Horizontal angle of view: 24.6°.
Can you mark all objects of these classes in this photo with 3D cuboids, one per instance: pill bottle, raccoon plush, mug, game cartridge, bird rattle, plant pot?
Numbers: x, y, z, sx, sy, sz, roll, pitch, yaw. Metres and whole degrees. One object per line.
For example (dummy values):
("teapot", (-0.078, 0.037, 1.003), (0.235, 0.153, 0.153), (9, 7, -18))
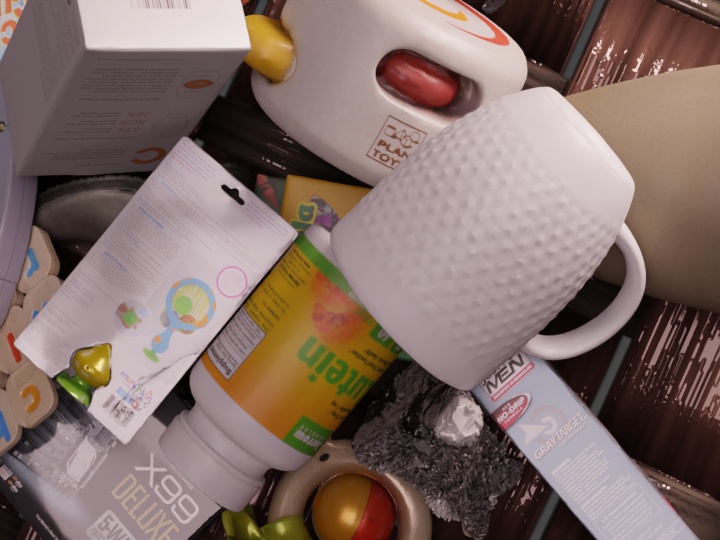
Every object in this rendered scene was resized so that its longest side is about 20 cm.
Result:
("pill bottle", (-0.055, 0.075, 1.208), (0.111, 0.111, 0.200), (41, 94, 7))
("raccoon plush", (0.073, 0.146, 1.194), (0.134, 0.200, 0.097), (42, 91, -12))
("mug", (0.108, -0.016, 1.119), (0.175, 0.148, 0.200), (-42, 116, 15))
("game cartridge", (-0.315, -0.049, 1.298), (0.132, 0.041, 0.202), (1, 78, 28))
("bird rattle", (-0.007, 0.211, 1.255), (0.198, 0.113, 0.164), (20, 73, 4))
("plant pot", (0.202, -0.064, 1.214), (0.198, 0.187, 0.189), (5, 87, 20))

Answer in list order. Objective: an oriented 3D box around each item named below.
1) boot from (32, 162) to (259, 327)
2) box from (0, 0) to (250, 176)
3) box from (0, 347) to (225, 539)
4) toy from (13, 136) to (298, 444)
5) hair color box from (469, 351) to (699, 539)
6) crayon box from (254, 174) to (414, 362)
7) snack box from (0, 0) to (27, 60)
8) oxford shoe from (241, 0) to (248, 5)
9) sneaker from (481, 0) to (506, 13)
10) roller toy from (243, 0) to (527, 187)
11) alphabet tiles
("boot", (-0.170, -0.006, 1.279), (0.198, 0.068, 0.132), (-7, 75, 14))
("box", (-0.177, -0.155, 1.202), (0.123, 0.200, 0.098), (-4, 69, -28))
("box", (-0.201, 0.144, 1.302), (0.158, 0.050, 0.200), (-43, 82, 4))
("toy", (-0.149, 0.016, 1.224), (0.115, 0.047, 0.200), (40, 86, 8))
("hair color box", (0.162, 0.138, 1.234), (0.061, 0.099, 0.200), (-41, 83, 2))
("crayon box", (0.000, 0.000, 1.286), (0.198, 0.051, 0.128), (9, 88, 8))
("snack box", (-0.316, -0.222, 1.324), (0.198, 0.037, 0.117), (16, 90, 7))
("oxford shoe", (-0.148, -0.288, 1.314), (0.200, 0.073, 0.071), (46, 135, 4))
("sneaker", (0.112, -0.270, 1.276), (0.199, 0.078, 0.141), (24, 100, 19))
("roller toy", (0.017, -0.141, 1.216), (0.182, 0.200, 0.140), (37, 108, 22))
("alphabet tiles", (-0.304, 0.059, 1.291), (0.200, 0.015, 0.197), (-38, 59, 18))
